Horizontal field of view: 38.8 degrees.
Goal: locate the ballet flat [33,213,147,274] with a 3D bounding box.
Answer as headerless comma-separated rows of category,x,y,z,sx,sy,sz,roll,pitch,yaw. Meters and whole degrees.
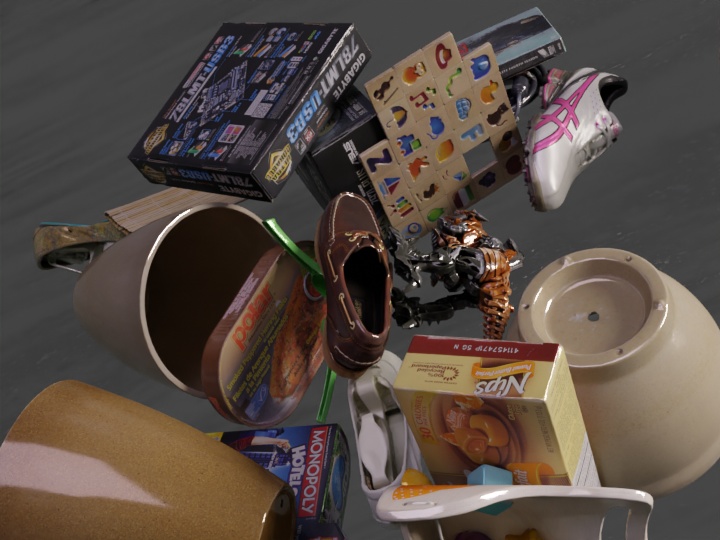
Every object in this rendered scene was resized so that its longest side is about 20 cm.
ballet flat,-0.314,-0.027,1.242,0.198,0.071,0.071,-2,49,22

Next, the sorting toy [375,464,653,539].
sorting toy,0.125,0.214,0.728,0.178,0.201,0.107,-9,24,15

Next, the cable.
cable,0.110,-0.192,1.160,0.199,0.051,0.164,-14,33,32

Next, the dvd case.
dvd case,0.123,-0.233,1.155,0.199,0.022,0.146,-23,25,11

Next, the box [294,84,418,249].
box,-0.028,-0.135,1.117,0.086,0.164,0.200,-32,44,-5

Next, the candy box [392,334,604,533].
candy box,0.110,0.136,0.768,0.115,0.201,0.056,3,47,28

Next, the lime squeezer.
lime squeezer,-0.036,0.042,0.988,0.038,0.202,0.070,-12,4,36

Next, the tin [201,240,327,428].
tin,-0.082,0.059,1.001,0.042,0.112,0.201,1,49,42

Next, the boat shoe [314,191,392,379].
boat shoe,0.000,0.000,0.949,0.070,0.070,0.201,8,51,-19

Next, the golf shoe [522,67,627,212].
golf shoe,0.223,-0.143,1.064,0.091,0.073,0.201,2,51,26

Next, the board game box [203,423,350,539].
board game box,-0.069,0.233,0.870,0.198,0.062,0.201,-6,48,21

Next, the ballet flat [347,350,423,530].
ballet flat,0.018,0.134,0.916,0.069,0.070,0.201,-19,44,9

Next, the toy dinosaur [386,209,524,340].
toy dinosaur,0.097,0.001,0.981,0.134,0.103,0.200,-7,15,-6

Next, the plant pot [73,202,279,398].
plant pot,-0.203,0.031,1.052,0.199,0.188,0.188,-2,48,45

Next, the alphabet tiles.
alphabet tiles,0.079,-0.135,1.035,0.166,0.201,0.008,-32,41,-4

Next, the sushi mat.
sushi mat,-0.198,-0.085,1.211,0.199,0.012,0.095,-26,39,-34

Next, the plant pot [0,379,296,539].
plant pot,-0.158,0.194,0.796,0.198,0.187,0.187,7,53,16

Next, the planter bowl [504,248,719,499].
planter bowl,0.200,0.069,0.834,0.199,0.135,0.201,-14,46,15

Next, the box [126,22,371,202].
box,-0.116,-0.169,1.043,0.197,0.050,0.201,10,60,41
